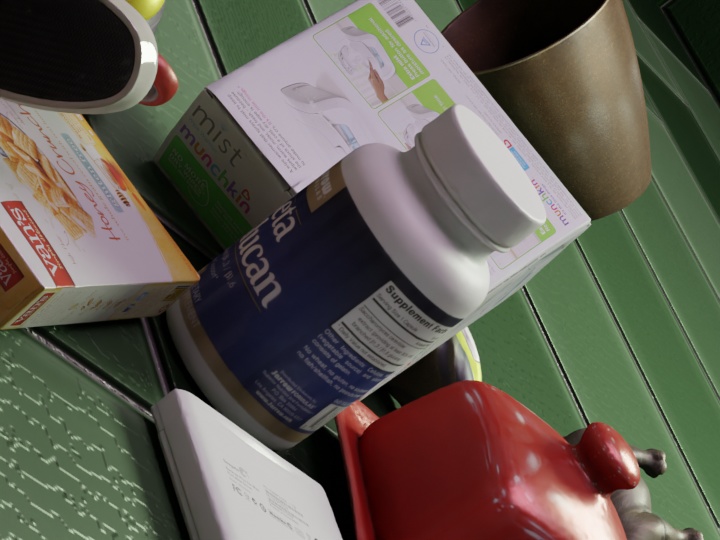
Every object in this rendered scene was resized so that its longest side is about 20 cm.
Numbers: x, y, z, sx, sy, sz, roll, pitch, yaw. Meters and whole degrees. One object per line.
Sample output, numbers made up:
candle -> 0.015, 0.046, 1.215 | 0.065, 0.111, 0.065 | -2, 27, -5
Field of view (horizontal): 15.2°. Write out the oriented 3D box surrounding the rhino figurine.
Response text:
rhino figurine -> 0.193, 0.189, 1.907 | 0.087, 0.060, 0.200 | 15, 37, -36

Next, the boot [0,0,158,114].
boot -> -0.179, -0.128, 1.357 | 0.200, 0.073, 0.144 | 19, 5, 13

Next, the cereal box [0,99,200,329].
cereal box -> -0.170, -0.039, 1.378 | 0.144, 0.040, 0.200 | 53, 15, 10

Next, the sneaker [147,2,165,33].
sneaker -> -0.171, -0.191, 1.559 | 0.075, 0.116, 0.200 | 17, -13, 30

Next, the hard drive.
hard drive -> -0.036, 0.161, 1.351 | 0.132, 0.026, 0.200 | 39, 20, -42

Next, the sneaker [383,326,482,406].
sneaker -> -0.001, 0.024, 1.721 | 0.200, 0.074, 0.081 | 51, 29, 4

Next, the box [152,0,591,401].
box -> 0.008, -0.050, 1.656 | 0.176, 0.097, 0.200 | -35, 82, -37

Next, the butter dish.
butter dish -> 0.094, 0.142, 1.552 | 0.200, 0.148, 0.200 | 45, 17, -27

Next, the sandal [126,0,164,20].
sandal -> -0.178, -0.219, 1.446 | 0.200, 0.087, 0.080 | 30, 35, -5

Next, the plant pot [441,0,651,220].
plant pot -> 0.189, -0.152, 2.515 | 0.187, 0.187, 0.200 | -96, 160, -63

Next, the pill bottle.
pill bottle -> 0.000, 0.000, 1.490 | 0.111, 0.200, 0.111 | 48, 15, -17

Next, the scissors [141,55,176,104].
scissors -> -0.150, -0.112, 1.451 | 0.073, 0.014, 0.200 | 47, -17, -14
